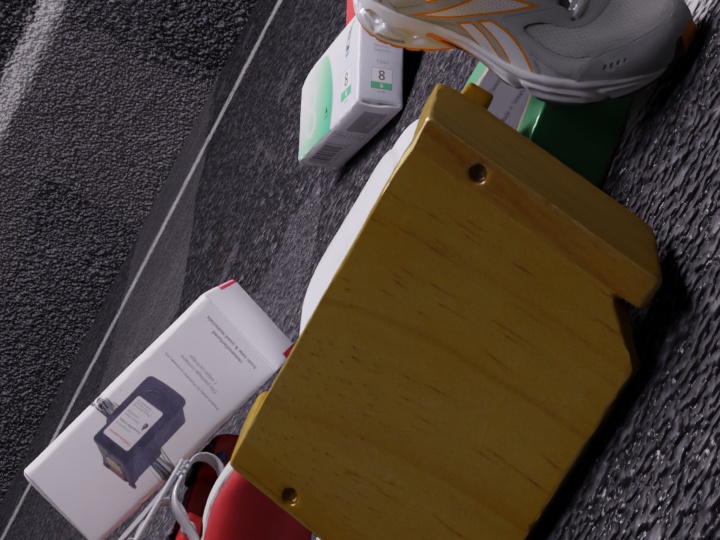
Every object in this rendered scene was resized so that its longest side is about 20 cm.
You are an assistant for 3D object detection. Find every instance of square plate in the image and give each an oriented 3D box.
[{"bbox_3d":[0.000,0.000,1.316,0.199,0.028,0.200,-59,14,28],"label":"square plate"}]

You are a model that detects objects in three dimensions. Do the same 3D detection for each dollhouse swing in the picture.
[{"bbox_3d":[0.055,0.028,0.887,0.201,0.181,0.176,-60,-17,20],"label":"dollhouse swing"}]

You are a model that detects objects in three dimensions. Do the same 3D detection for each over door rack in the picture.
[{"bbox_3d":[-0.169,0.227,1.218,0.200,0.067,0.148,-46,-3,-47],"label":"over door rack"}]

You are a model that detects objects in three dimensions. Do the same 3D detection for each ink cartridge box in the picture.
[{"bbox_3d":[-0.008,-0.210,1.587,0.161,0.050,0.202,141,131,-65],"label":"ink cartridge box"},{"bbox_3d":[-0.154,0.109,1.416,0.200,0.084,0.145,-44,-1,7],"label":"ink cartridge box"}]

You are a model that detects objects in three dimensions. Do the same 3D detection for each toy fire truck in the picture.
[{"bbox_3d":[-0.106,0.197,1.330,0.141,0.048,0.201,-49,19,52],"label":"toy fire truck"}]

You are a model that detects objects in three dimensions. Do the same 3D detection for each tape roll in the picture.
[{"bbox_3d":[0.086,-0.063,1.027,0.201,0.048,0.201,-59,13,23],"label":"tape roll"}]

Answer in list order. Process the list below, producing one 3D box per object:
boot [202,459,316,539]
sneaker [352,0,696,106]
[{"bbox_3d":[-0.076,0.214,1.077,0.145,0.072,0.201,-81,7,-65],"label":"boot"},{"bbox_3d":[0.074,-0.150,0.918,0.076,0.199,0.092,-57,-31,-30],"label":"sneaker"}]
